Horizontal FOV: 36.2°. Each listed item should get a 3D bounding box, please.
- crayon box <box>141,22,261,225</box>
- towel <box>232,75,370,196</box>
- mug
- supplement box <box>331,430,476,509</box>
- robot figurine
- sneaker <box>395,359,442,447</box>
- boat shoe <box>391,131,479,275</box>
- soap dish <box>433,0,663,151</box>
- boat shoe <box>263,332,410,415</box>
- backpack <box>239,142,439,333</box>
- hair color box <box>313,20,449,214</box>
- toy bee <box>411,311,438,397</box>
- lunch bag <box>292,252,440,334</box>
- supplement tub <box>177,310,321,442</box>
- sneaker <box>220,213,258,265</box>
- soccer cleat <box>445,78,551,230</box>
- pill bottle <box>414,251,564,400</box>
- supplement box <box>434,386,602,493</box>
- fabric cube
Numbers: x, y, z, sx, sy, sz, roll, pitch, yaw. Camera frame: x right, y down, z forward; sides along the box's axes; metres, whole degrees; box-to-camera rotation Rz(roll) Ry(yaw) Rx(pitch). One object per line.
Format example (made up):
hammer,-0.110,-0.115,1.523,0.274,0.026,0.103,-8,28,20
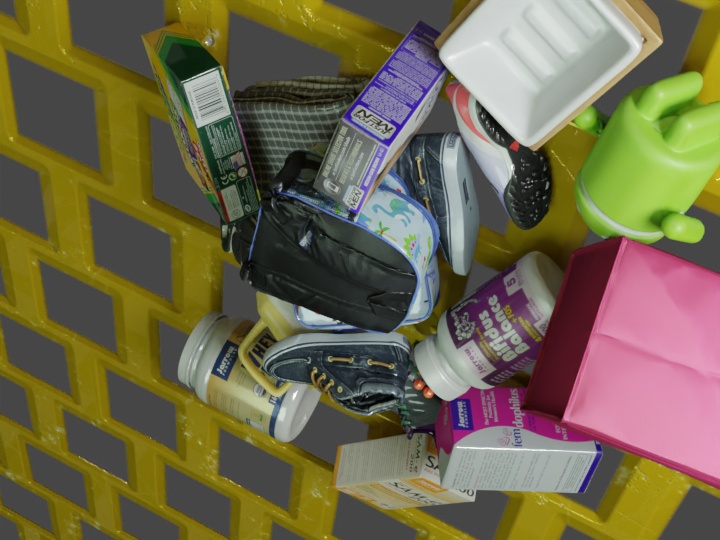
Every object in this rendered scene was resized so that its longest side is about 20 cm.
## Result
crayon box,-0.197,-0.184,1.371,0.173,0.058,0.202,47,156,51
towel,-0.062,-0.151,1.359,0.198,0.086,0.167,4,130,33
mug,-0.076,0.071,1.524,0.153,0.186,0.149,47,159,-1
supplement box,0.068,0.311,1.695,0.125,0.074,0.199,29,148,-34
robot figurine,0.292,-0.106,1.122,0.176,0.115,0.201,54,147,22
sneaker,0.066,0.186,1.584,0.199,0.088,0.075,33,158,4
boat shoe,0.088,-0.083,1.321,0.090,0.071,0.202,8,133,21
soap dish,0.185,-0.233,1.094,0.157,0.081,0.200,45,141,-3
boat shoe,-0.035,0.133,1.395,0.198,0.092,0.071,-8,140,17
backpack,-0.013,-0.038,1.260,0.198,0.148,0.184,25,141,2
hair color box,0.031,-0.167,1.184,0.064,0.201,0.110,32,141,4
toy bee,0.121,0.119,1.475,0.130,0.109,0.201,25,139,10
lunch bag,0.000,0.000,1.407,0.197,0.076,0.162,-3,107,16
supplement tub,-0.165,0.158,1.689,0.198,0.145,0.145,24,139,13
sneaker,-0.115,-0.053,1.456,0.200,0.114,0.077,-156,63,-72
soccer cleat,0.157,-0.134,1.245,0.073,0.068,0.201,29,155,51
pill bottle,0.165,0.074,1.344,0.199,0.113,0.112,-37,105,24
supplement box,0.205,0.223,1.458,0.197,0.102,0.104,2,138,-6
fabric cube,0.308,0.097,1.164,0.197,0.202,0.196,20,176,-4
